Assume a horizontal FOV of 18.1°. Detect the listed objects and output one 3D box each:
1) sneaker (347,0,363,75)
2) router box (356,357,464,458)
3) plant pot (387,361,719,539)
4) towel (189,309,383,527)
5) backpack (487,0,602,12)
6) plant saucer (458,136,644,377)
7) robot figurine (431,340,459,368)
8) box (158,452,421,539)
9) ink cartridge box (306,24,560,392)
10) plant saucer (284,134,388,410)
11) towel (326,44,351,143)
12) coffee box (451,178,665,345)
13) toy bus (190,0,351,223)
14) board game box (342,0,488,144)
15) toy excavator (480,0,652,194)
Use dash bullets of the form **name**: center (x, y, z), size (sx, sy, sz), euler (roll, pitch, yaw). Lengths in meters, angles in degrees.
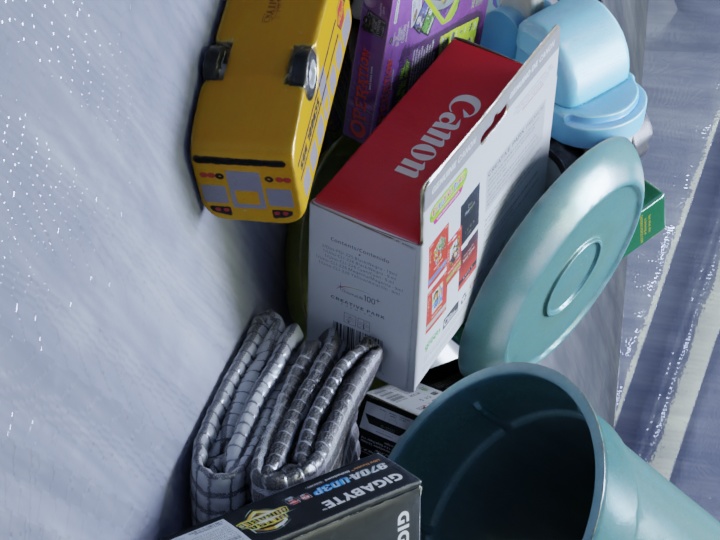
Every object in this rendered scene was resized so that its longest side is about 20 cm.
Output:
- **sneaker**: center (0.020, -0.215, 1.531), size (0.092, 0.075, 0.201), euler (-59, 148, -55)
- **router box**: center (0.044, 0.146, 1.599), size (0.200, 0.051, 0.150), euler (-15, 124, -64)
- **plant pot**: center (0.135, 0.189, 1.450), size (0.196, 0.200, 0.201), euler (32, 57, -38)
- **towel**: center (-0.042, 0.143, 1.407), size (0.200, 0.085, 0.166), euler (-65, 156, -59)
- **backpack**: center (0.097, -0.199, 1.736), size (0.151, 0.176, 0.201), euler (-66, 153, -74)
- **plant saucer**: center (0.139, -0.001, 1.567), size (0.200, 0.027, 0.200), euler (-45, 158, -23)
- **robot figurine**: center (0.093, 0.013, 1.834), size (0.113, 0.169, 0.200), euler (50, 57, -22)
- **box**: center (-0.040, 0.221, 1.304), size (0.158, 0.046, 0.201), euler (-18, 122, -33)
- **ink cartridge box**: center (0.049, -0.056, 1.477), size (0.200, 0.084, 0.176), euler (-51, 154, -41)
- **plant saucer**: center (0.000, 0.000, 1.575), size (0.200, 0.031, 0.201), euler (7, 82, -58)
- **towel**: center (-0.016, -0.164, 1.590), size (0.200, 0.023, 0.144), euler (62, 34, -65)
- **coffee box**: center (0.126, -0.024, 1.752), size (0.200, 0.123, 0.044), euler (-35, 140, -22)
- **toy bus**: center (-0.048, -0.131, 1.356), size (0.078, 0.065, 0.201), euler (78, 20, -51)
- **board game box**: center (0.046, -0.189, 1.495), size (0.120, 0.032, 0.201), euler (-36, 145, -46)
- **toy excavator**: center (0.122, -0.177, 1.588), size (0.100, 0.194, 0.201), euler (-28, 140, -38)
